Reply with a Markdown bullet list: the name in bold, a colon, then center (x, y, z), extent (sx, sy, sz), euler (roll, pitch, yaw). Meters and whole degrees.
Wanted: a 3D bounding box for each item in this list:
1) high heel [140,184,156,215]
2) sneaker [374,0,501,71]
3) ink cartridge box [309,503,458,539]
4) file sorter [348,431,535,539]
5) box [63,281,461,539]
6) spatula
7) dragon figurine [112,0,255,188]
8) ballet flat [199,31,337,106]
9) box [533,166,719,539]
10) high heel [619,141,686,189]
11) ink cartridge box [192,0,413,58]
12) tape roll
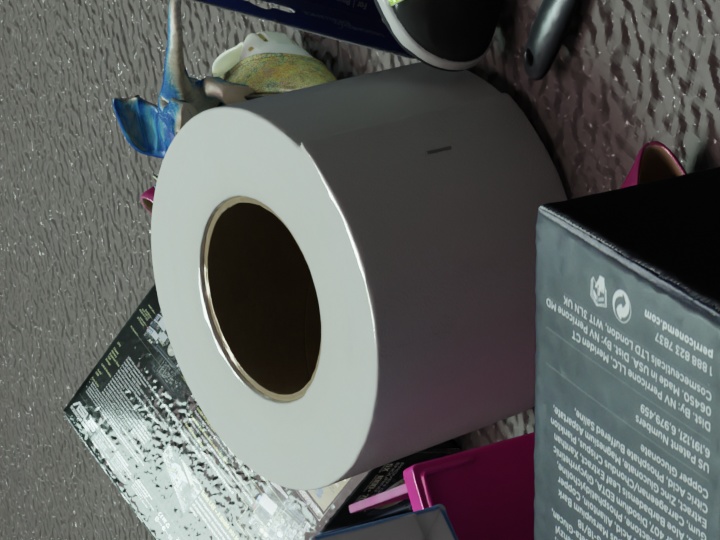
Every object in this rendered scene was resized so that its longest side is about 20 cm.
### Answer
- **high heel**: center (-0.071, 0.018, 1.252), extent (0.201, 0.096, 0.067), euler (69, 153, 19)
- **sneaker**: center (0.049, -0.192, 0.933), extent (0.083, 0.071, 0.201), euler (29, 127, 57)
- **ink cartridge box**: center (0.011, 0.209, 0.871), extent (0.200, 0.068, 0.115), euler (107, 145, -52)
- **file sorter**: center (0.091, 0.185, 0.937), extent (0.125, 0.138, 0.201), euler (-35, 69, 65)
- **box**: center (-0.064, 0.098, 1.168), extent (0.200, 0.086, 0.164), euler (48, 113, 29)
- **spatula**: center (0.105, -0.167, 0.884), extent (0.201, 0.020, 0.057), euler (102, 152, -44)
- **dragon figurine**: center (-0.110, -0.094, 1.168), extent (0.099, 0.059, 0.200), euler (26, 151, 44)
- **ballet flat**: center (-0.066, -0.118, 1.226), extent (0.200, 0.070, 0.071), euler (-16, 87, 65)
- **box**: center (0.168, 0.068, 0.649), extent (0.117, 0.196, 0.201), euler (35, 132, 56)
- **high heel**: center (0.143, 0.032, 0.802), extent (0.200, 0.067, 0.097), euler (-115, 15, -54)
- **ink cartridge box**: center (-0.084, -0.195, 1.068), extent (0.200, 0.197, 0.047), euler (43, 116, 48)
- **tape roll**: center (0.000, 0.000, 1.007), extent (0.202, 0.139, 0.204), euler (24, 121, 47)
